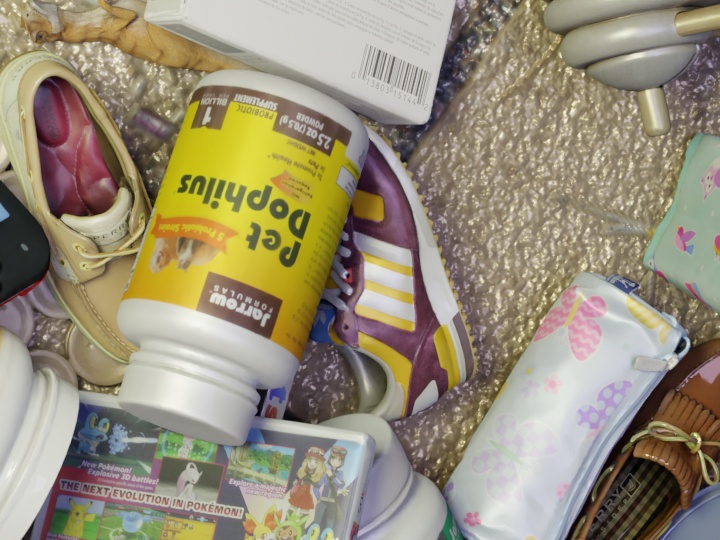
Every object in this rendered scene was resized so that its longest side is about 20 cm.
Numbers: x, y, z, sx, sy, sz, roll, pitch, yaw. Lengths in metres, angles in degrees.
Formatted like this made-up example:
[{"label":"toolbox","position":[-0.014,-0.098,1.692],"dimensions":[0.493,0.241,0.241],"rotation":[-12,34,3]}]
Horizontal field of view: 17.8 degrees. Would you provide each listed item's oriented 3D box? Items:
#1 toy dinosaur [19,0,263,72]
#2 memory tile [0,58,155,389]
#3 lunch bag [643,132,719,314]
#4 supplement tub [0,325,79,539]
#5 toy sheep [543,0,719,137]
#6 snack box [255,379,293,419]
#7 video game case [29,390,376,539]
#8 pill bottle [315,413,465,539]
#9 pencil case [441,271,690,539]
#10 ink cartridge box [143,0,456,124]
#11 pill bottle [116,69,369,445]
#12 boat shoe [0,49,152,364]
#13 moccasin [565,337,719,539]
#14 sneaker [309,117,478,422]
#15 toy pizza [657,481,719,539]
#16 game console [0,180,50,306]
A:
[{"label":"toy dinosaur","position":[-0.106,-0.143,1.396],"dimensions":[0.199,0.060,0.107],"rotation":[19,112,-14]},{"label":"memory tile","position":[-0.194,-0.016,1.390],"dimensions":[0.153,0.017,0.201],"rotation":[-35,106,-13]},{"label":"lunch bag","position":[0.314,-0.002,1.488],"dimensions":[0.199,0.170,0.123],"rotation":[19,97,-20]},{"label":"supplement tub","position":[-0.275,0.075,1.301],"dimensions":[0.199,0.145,0.146],"rotation":[29,86,-19]},{"label":"toy sheep","position":[0.173,-0.184,1.440],"dimensions":[0.137,0.138,0.201],"rotation":[-7,86,-19]},{"label":"snack box","position":[-0.069,0.046,1.396],"dimensions":[0.024,0.072,0.201],"rotation":[26,77,-49]},{"label":"video game case","position":[-0.102,0.170,1.335],"dimensions":[0.199,0.023,0.183],"rotation":[7,74,22]},{"label":"pill bottle","position":[0.017,0.196,1.422],"dimensions":[0.113,0.113,0.201],"rotation":[-33,115,-13]},{"label":"pencil case","position":[0.129,0.101,1.479],"dimensions":[0.090,0.083,0.201],"rotation":[32,85,24]},{"label":"ink cartridge box","position":[-0.021,-0.201,1.384],"dimensions":[0.199,0.045,0.177],"rotation":[21,80,-39]},{"label":"pill bottle","position":[-0.072,-0.006,1.324],"dimensions":[0.109,0.109,0.201],"rotation":[22,76,-20]},{"label":"boat shoe","position":[-0.159,-0.032,1.356],"dimensions":[0.074,0.066,0.201],"rotation":[-29,105,-14]},{"label":"moccasin","position":[0.195,0.127,1.509],"dimensions":[0.201,0.078,0.074],"rotation":[-43,106,-10]},{"label":"sneaker","position":[0.000,0.000,1.429],"dimensions":[0.090,0.075,0.201],"rotation":[-29,104,-20]},{"label":"toy pizza","position":[0.261,0.237,1.570],"dimensions":[0.199,0.032,0.202],"rotation":[-2,96,-20]},{"label":"game console","position":[-0.280,-0.043,1.268],"dimensions":[0.200,0.031,0.177],"rotation":[47,34,7]}]
